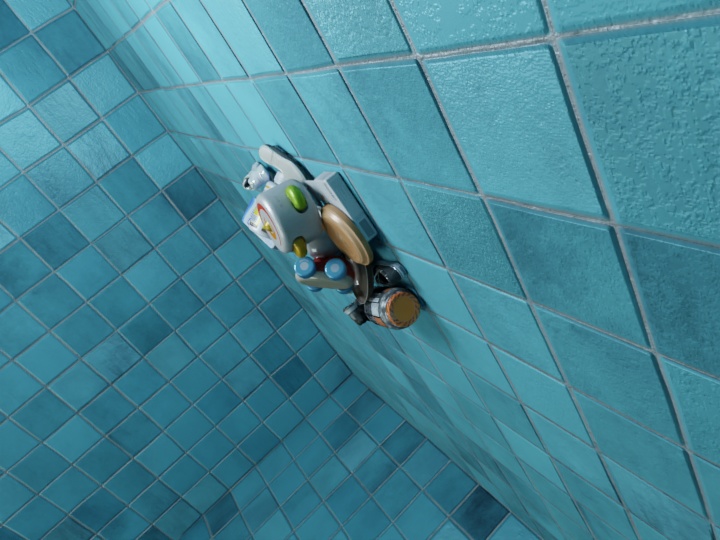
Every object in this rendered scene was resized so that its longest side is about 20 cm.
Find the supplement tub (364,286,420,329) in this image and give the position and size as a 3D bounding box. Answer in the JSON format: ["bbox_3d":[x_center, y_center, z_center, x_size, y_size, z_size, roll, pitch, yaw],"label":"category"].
[{"bbox_3d":[0.094,0.109,1.604,0.123,0.122,0.200,51,166,-11],"label":"supplement tub"}]

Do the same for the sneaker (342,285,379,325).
[{"bbox_3d":[0.023,0.118,1.748,0.066,0.200,0.091,-38,88,35],"label":"sneaker"}]

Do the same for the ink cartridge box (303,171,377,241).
[{"bbox_3d":[-0.056,-0.173,1.466,0.200,0.045,0.176,55,166,-23],"label":"ink cartridge box"}]

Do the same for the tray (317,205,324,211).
[{"bbox_3d":[-0.080,-0.156,1.641,0.108,0.022,0.200,54,166,-17],"label":"tray"}]

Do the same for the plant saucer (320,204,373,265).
[{"bbox_3d":[-0.043,-0.092,1.485,0.200,0.032,0.200,45,166,14],"label":"plant saucer"}]

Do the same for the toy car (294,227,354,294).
[{"bbox_3d":[-0.098,-0.050,1.629,0.176,0.201,0.184,4,164,8],"label":"toy car"}]

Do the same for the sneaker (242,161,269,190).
[{"bbox_3d":[-0.376,-0.327,1.921,0.078,0.099,0.200,54,174,-16],"label":"sneaker"}]

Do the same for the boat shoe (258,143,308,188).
[{"bbox_3d":[-0.212,-0.309,1.595,0.200,0.057,0.067,41,129,18],"label":"boat shoe"}]

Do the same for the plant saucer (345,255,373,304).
[{"bbox_3d":[0.000,0.000,1.642,0.200,0.032,0.201,171,90,-73],"label":"plant saucer"}]

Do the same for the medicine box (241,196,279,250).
[{"bbox_3d":[-0.288,-0.159,1.951,0.200,0.103,0.182,40,-163,32],"label":"medicine box"}]

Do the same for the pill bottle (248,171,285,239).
[{"bbox_3d":[-0.260,-0.200,1.685,0.109,0.201,0.109,25,-174,-3],"label":"pill bottle"}]

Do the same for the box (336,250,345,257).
[{"bbox_3d":[-0.134,-0.113,1.831,0.160,0.044,0.200,38,171,40],"label":"box"}]

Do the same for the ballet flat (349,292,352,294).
[{"bbox_3d":[-0.075,0.037,2.062,0.200,0.067,0.068,29,156,56],"label":"ballet flat"}]

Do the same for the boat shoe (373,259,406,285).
[{"bbox_3d":[0.068,0.011,1.552,0.069,0.057,0.200,51,166,-9],"label":"boat shoe"}]

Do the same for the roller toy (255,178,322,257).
[{"bbox_3d":[-0.204,-0.147,1.523,0.182,0.139,0.201,36,150,54],"label":"roller toy"}]

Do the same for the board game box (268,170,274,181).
[{"bbox_3d":[-0.256,-0.250,1.831,0.200,0.039,0.158,-106,-7,-53],"label":"board game box"}]
